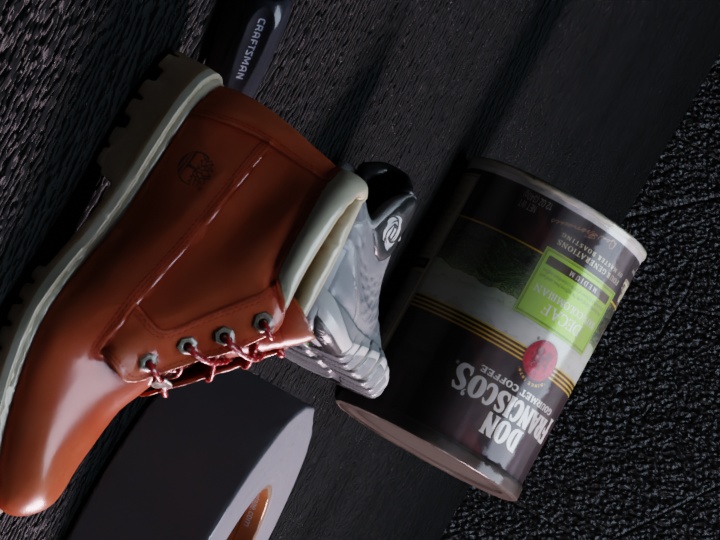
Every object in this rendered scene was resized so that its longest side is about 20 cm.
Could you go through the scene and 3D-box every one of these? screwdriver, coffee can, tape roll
[{"bbox_3d":[-0.022,-0.146,1.205,0.200,0.029,0.028,-61,173,33],"label":"screwdriver"},{"bbox_3d":[0.092,0.041,2.105,0.200,0.146,0.146,-61,172,-7],"label":"coffee can"},{"bbox_3d":[-0.100,0.144,1.564,0.201,0.066,0.200,-59,171,-15],"label":"tape roll"}]

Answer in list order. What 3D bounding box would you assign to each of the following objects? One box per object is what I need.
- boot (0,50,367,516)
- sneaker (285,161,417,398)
[{"bbox_3d":[-0.078,0.024,1.178,0.200,0.107,0.075,-60,173,-3],"label":"boot"},{"bbox_3d":[0.000,0.000,1.678,0.116,0.075,0.200,-63,171,-9],"label":"sneaker"}]
